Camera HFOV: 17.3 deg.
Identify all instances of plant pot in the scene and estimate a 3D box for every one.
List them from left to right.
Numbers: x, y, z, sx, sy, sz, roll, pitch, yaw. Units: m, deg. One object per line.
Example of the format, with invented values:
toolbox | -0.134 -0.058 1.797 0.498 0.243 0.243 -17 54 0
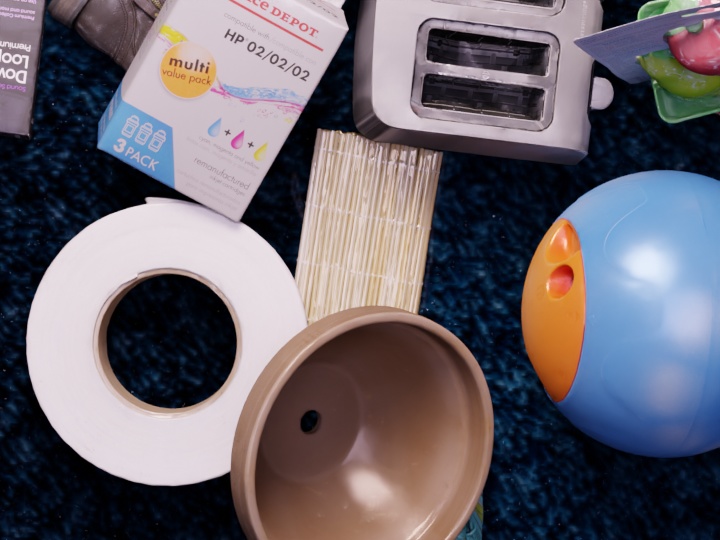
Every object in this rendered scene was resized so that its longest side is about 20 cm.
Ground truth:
plant pot | -0.014 0.116 1.628 0.200 0.093 0.202 -9 107 -31

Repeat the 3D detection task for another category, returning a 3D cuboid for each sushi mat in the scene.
sushi mat | 0.000 0.000 1.737 0.095 0.012 0.201 9 89 -5

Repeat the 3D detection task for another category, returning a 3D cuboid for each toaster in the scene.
toaster | 0.082 -0.178 1.695 0.199 0.119 0.182 7 88 -5

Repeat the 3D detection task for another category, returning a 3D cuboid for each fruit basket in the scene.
fruit basket | 0.251 -0.168 1.605 0.185 0.200 0.094 -13 76 17

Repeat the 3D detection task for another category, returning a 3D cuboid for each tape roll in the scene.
tape roll | -0.136 0.050 1.688 0.201 0.071 0.203 0 90 -1

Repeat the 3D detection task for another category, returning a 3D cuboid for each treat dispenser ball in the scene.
treat dispenser ball | 0.212 0.031 1.663 0.200 0.201 0.202 0 89 -6

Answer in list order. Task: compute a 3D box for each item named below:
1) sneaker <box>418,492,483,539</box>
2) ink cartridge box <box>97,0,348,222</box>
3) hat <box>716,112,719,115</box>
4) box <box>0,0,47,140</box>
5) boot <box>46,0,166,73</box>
sneaker | 0.063 0.168 1.708 0.077 0.080 0.201 -6 89 -8
ink cartridge box | -0.087 -0.151 1.641 0.115 0.068 0.200 27 104 -12
hat | 0.332 -0.105 1.770 0.165 0.176 0.200 -36 132 -5
box | -0.295 -0.201 1.698 0.142 0.036 0.201 6 90 -6
boot | -0.108 -0.191 1.706 0.174 0.069 0.200 42 96 -4
